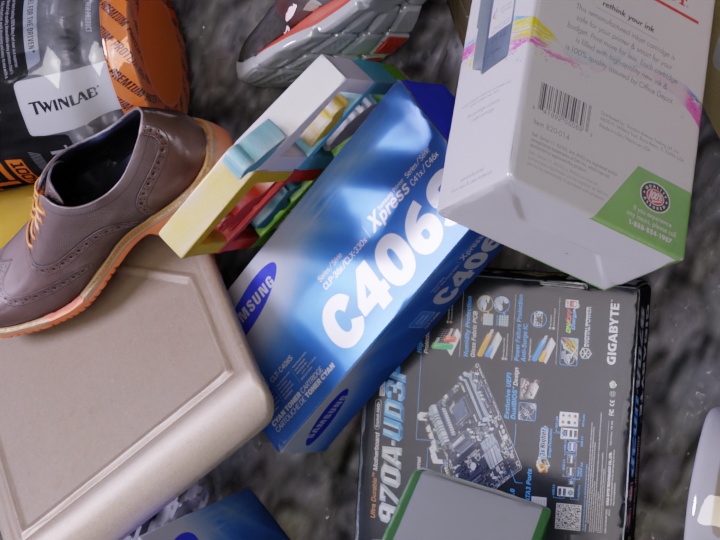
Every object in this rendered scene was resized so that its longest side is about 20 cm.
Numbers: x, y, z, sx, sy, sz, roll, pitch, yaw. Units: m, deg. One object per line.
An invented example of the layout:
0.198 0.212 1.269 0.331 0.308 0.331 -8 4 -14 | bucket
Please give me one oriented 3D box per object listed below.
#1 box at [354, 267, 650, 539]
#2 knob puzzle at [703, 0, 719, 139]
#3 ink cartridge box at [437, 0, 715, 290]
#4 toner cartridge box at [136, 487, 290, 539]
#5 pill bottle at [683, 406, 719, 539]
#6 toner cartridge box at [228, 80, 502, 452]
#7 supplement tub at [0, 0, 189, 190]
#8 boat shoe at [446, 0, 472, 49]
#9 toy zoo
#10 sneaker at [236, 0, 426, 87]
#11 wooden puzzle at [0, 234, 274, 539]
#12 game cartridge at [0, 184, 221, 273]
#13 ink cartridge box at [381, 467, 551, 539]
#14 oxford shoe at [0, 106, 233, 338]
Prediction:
0.080 0.100 1.288 0.158 0.046 0.202 4 94 16 | box
0.231 -0.152 1.199 0.219 0.030 0.222 20 114 56 | knob puzzle
0.117 -0.106 1.179 0.117 0.067 0.201 24 63 -26 | ink cartridge box
-0.076 0.182 1.255 0.043 0.200 0.095 -42 83 12 | toner cartridge box
0.277 0.141 1.205 0.198 0.111 0.112 8 95 14 | pill bottle
0.000 0.000 1.249 0.200 0.043 0.095 -51 59 26 | toner cartridge box
-0.208 -0.109 1.314 0.198 0.122 0.124 -10 90 16 | supplement tub
0.107 -0.121 1.265 0.067 0.072 0.201 -25 81 -19 | boat shoe
-0.040 -0.062 1.232 0.020 0.200 0.131 45 103 8 | toy zoo
-0.003 -0.174 1.269 0.200 0.077 0.082 -35 65 39 | sneaker
-0.146 0.057 1.292 0.185 0.037 0.201 -38 53 15 | wooden puzzle
-0.176 0.033 1.363 0.198 0.032 0.178 -11 90 17 | game cartridge
0.035 0.234 1.218 0.082 0.147 0.201 15 128 10 | ink cartridge box
-0.164 -0.032 1.266 0.200 0.073 0.072 -37 50 26 | oxford shoe
